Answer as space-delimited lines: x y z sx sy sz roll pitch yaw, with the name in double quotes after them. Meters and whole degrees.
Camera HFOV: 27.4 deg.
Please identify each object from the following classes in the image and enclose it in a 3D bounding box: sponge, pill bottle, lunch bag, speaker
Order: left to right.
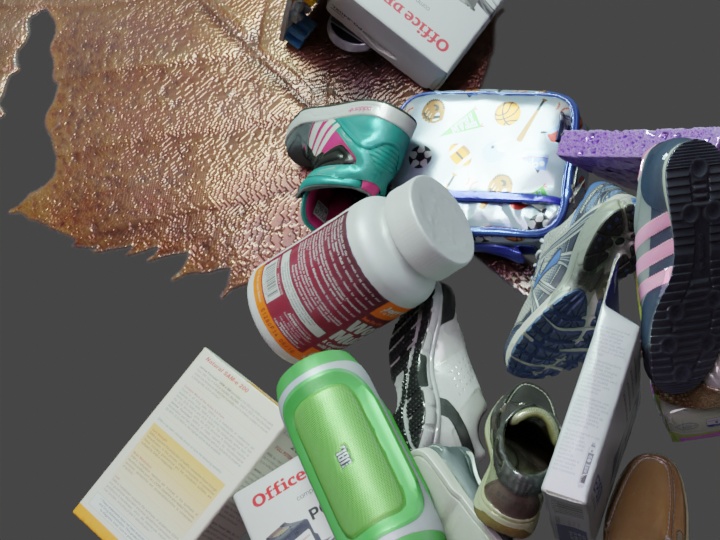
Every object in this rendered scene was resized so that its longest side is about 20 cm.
0.000 0.000 1.354 0.200 0.109 0.110 -31 56 30 "pill bottle"
0.000 0.166 1.225 0.088 0.088 0.201 -31 58 5 "speaker"
0.123 -0.090 1.404 0.199 0.076 0.161 4 70 24 "lunch bag"
0.272 -0.092 1.272 0.200 0.111 0.030 9 81 58 "sponge"

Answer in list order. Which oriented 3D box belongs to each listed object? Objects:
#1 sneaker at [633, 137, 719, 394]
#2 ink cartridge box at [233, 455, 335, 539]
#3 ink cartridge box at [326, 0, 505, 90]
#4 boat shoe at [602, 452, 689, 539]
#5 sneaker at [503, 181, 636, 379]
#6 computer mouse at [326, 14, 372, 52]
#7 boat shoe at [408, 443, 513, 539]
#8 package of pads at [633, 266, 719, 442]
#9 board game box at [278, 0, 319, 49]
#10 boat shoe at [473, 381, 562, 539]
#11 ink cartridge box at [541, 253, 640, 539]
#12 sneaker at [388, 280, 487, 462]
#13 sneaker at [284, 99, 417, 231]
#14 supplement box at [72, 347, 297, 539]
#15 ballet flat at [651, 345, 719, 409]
0.249 -0.006 1.174 0.070 0.082 0.201 3 97 -15 "sneaker"
-0.004 0.251 1.284 0.144 0.084 0.200 -32 58 4 "ink cartridge box"
0.082 -0.305 1.480 0.145 0.083 0.200 37 81 -4 "ink cartridge box"
0.225 0.240 1.203 0.071 0.076 0.201 2 67 23 "boat shoe"
0.188 0.008 1.315 0.200 0.077 0.085 -58 28 22 "sneaker"
0.043 -0.300 1.554 0.110 0.044 0.200 38 79 24 "computer mouse"
0.109 0.224 1.210 0.200 0.062 0.073 56 135 29 "boat shoe"
0.317 0.039 1.268 0.154 0.068 0.201 -11 62 15 "package of pads"
-0.009 -0.329 1.511 0.026 0.200 0.200 37 82 -1 "board game box"
0.142 0.144 1.229 0.071 0.201 0.066 27 118 1 "boat shoe"
0.199 0.113 1.203 0.040 0.200 0.201 15 74 16 "ink cartridge box"
0.073 0.100 1.345 0.074 0.080 0.201 -45 32 46 "sneaker"
-0.029 -0.090 1.428 0.200 0.083 0.121 -6 58 60 "sneaker"
-0.153 0.191 1.378 0.126 0.074 0.200 35 82 31 "supplement box"
0.328 0.063 1.174 0.199 0.065 0.071 -14 65 13 "ballet flat"
